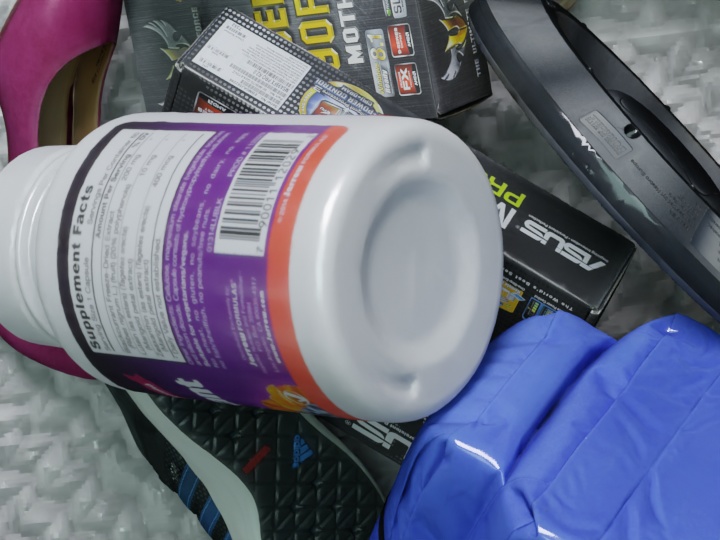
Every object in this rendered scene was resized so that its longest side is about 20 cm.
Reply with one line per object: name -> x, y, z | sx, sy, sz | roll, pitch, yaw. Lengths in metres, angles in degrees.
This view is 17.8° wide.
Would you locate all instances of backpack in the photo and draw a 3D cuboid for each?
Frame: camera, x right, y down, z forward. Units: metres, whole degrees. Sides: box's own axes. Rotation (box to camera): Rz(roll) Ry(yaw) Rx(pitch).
backpack -> 0.088, 0.129, 0.898 | 0.167, 0.162, 0.201 | 34, 134, 18

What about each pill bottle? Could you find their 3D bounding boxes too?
pill bottle -> -0.054, -0.005, 0.883 | 0.199, 0.111, 0.112 | 4, 90, 40

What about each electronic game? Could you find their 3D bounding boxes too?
electronic game -> 0.116, -0.038, 0.935 | 0.042, 0.200, 0.200 | -43, 85, 13

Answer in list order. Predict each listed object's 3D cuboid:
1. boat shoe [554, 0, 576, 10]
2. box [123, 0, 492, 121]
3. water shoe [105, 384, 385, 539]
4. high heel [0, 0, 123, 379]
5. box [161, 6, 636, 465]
boat shoe -> 0.092, -0.210, 1.003 | 0.073, 0.069, 0.201 | 10, 91, 7
box -> -0.036, -0.160, 0.975 | 0.158, 0.048, 0.201 | -1, 104, 35
water shoe -> -0.049, 0.088, 1.025 | 0.071, 0.079, 0.201 | -38, 111, -21
high heel -> -0.119, -0.052, 1.011 | 0.096, 0.067, 0.201 | 34, 122, 18
box -> 0.000, 0.000, 0.977 | 0.199, 0.161, 0.044 | 31, 50, 6
